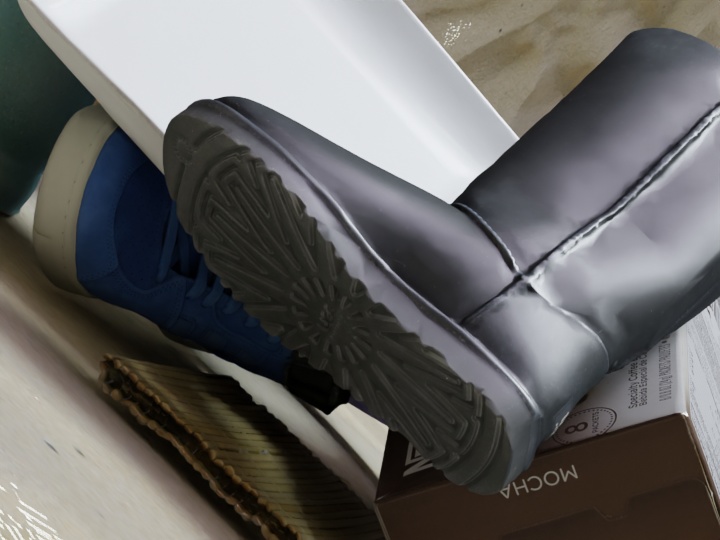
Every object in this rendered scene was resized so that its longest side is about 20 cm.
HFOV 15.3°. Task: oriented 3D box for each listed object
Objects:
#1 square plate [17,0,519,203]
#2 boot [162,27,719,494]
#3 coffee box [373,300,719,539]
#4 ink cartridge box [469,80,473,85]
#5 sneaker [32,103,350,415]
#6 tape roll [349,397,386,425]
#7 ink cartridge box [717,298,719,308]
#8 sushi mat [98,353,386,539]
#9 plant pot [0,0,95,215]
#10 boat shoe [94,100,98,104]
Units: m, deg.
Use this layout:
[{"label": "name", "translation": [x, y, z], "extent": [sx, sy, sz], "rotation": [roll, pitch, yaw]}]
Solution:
[{"label": "square plate", "translation": [-0.026, -0.062, 0.997], "extent": [0.200, 0.028, 0.198], "rotation": [48, 33, -5]}, {"label": "boot", "translation": [0.052, -0.036, 0.923], "extent": [0.165, 0.200, 0.066], "rotation": [46, -36, 7]}, {"label": "coffee box", "translation": [0.077, 0.057, 0.984], "extent": [0.200, 0.113, 0.080], "rotation": [-75, 146, -66]}, {"label": "ink cartridge box", "translation": [0.011, -0.062, 1.227], "extent": [0.119, 0.042, 0.200], "rotation": [31, -12, 20]}, {"label": "sneaker", "translation": [-0.041, -0.002, 1.003], "extent": [0.111, 0.077, 0.200], "rotation": [15, -13, 19]}, {"label": "tape roll", "translation": [0.000, 0.000, 1.205], "extent": [0.200, 0.085, 0.200], "rotation": [33, -11, 7]}, {"label": "ink cartridge box", "translation": [0.202, 0.042, 1.116], "extent": [0.200, 0.147, 0.083], "rotation": [32, 3, 16]}, {"label": "sushi mat", "translation": [-0.036, 0.069, 0.960], "extent": [0.096, 0.012, 0.200], "rotation": [42, 3, 10]}, {"label": "plant pot", "translation": [-0.161, -0.139, 1.032], "extent": [0.200, 0.134, 0.200], "rotation": [43, 3, -3]}, {"label": "boat shoe", "translation": [-0.148, -0.116, 1.312], "extent": [0.200, 0.071, 0.065], "rotation": [56, 9, 16]}]
